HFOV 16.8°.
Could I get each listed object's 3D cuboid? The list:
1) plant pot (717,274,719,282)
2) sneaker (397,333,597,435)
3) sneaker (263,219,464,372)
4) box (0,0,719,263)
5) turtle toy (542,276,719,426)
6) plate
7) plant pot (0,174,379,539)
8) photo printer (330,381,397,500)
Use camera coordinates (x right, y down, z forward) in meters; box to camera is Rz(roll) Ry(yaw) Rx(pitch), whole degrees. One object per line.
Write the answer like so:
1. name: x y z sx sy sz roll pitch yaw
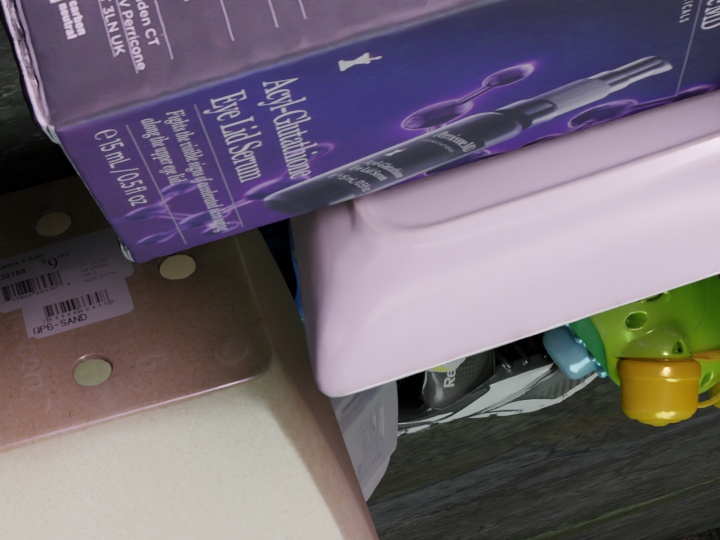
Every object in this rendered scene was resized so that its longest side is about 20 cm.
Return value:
1. plant pot: 0.237 -0.027 1.108 0.134 0.201 0.200 10 161 -10
2. sneaker: 0.064 0.054 1.435 0.199 0.067 0.091 -15 169 3
3. sneaker: 0.000 0.000 1.155 0.104 0.076 0.200 -4 159 -1
4. box: 0.005 -0.092 0.679 0.199 0.105 0.148 -17 166 1
5. turtle toy: 0.156 0.000 1.212 0.101 0.147 0.200 0 180 41
6. plate: 0.064 -0.061 0.790 0.199 0.200 0.032 -18 128 4
7. plant pot: -0.100 0.071 0.988 0.199 0.200 0.178 -15 136 -6
8. photo printer: -0.093 0.083 1.195 0.199 0.070 0.166 1 -169 11
